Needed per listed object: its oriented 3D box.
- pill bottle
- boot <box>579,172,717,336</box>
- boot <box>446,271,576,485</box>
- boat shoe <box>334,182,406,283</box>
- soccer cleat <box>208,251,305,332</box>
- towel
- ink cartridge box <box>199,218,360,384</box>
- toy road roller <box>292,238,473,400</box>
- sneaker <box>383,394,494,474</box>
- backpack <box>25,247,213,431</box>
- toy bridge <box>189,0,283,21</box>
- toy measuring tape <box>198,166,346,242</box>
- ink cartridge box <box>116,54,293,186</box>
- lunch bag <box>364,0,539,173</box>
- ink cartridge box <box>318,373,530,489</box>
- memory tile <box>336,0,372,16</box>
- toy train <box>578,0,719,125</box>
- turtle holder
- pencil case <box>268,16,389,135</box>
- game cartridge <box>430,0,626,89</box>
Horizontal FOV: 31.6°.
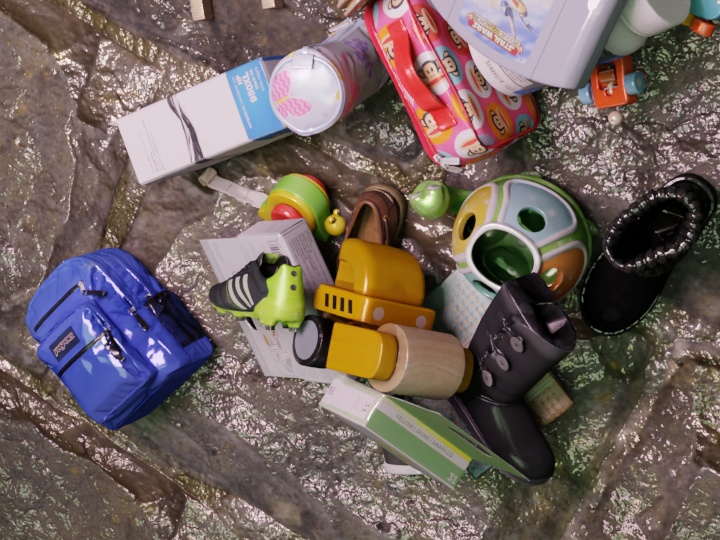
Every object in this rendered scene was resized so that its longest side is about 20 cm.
[{"bbox_3d":[0.212,-0.252,1.246,0.200,0.114,0.114,-16,97,45],"label":"pill bottle"},{"bbox_3d":[0.280,-0.008,1.297,0.079,0.158,0.211,33,113,11],"label":"boot"},{"bbox_3d":[0.174,0.116,1.308,0.165,0.066,0.200,46,140,13],"label":"boot"},{"bbox_3d":[0.001,0.000,1.462,0.072,0.068,0.200,16,109,18],"label":"boat shoe"},{"bbox_3d":[-0.112,0.019,1.419,0.200,0.067,0.081,8,92,61],"label":"soccer cleat"},{"bbox_3d":[0.124,0.113,1.427,0.147,0.022,0.200,-39,77,6],"label":"towel"},{"bbox_3d":[-0.089,0.038,1.494,0.174,0.044,0.200,0,119,53],"label":"ink cartridge box"},{"bbox_3d":[0.027,0.047,1.343,0.200,0.123,0.146,13,91,54],"label":"toy road roller"},{"bbox_3d":[0.105,0.175,1.461,0.200,0.071,0.099,-10,104,28],"label":"sneaker"},{"bbox_3d":[-0.307,0.073,1.555,0.163,0.168,0.200,-41,82,19],"label":"backpack"},{"bbox_3d":[-0.104,-0.331,1.446,0.200,0.027,0.067,-5,100,23],"label":"toy bridge"},{"bbox_3d":[-0.104,-0.092,1.481,0.200,0.074,0.074,25,111,19],"label":"toy measuring tape"},{"bbox_3d":[-0.151,-0.172,1.439,0.200,0.145,0.084,-19,94,24],"label":"ink cartridge box"},{"bbox_3d":[0.092,-0.207,1.311,0.082,0.176,0.200,-25,92,37],"label":"lunch bag"},{"bbox_3d":[0.063,0.178,1.325,0.146,0.200,0.048,38,80,-29],"label":"ink cartridge box"},{"bbox_3d":[0.054,-0.325,1.289,0.017,0.200,0.153,47,117,-4],"label":"memory tile"},{"bbox_3d":[0.307,-0.235,1.275,0.200,0.056,0.150,-13,88,45],"label":"toy train"},{"bbox_3d":[0.156,-0.042,1.354,0.141,0.132,0.186,-32,90,26],"label":"turtle holder"},{"bbox_3d":[-0.028,-0.209,1.354,0.083,0.200,0.091,19,116,10],"label":"pencil case"},{"bbox_3d":[0.152,-0.260,1.200,0.200,0.042,0.133,41,119,32],"label":"game cartridge"}]
